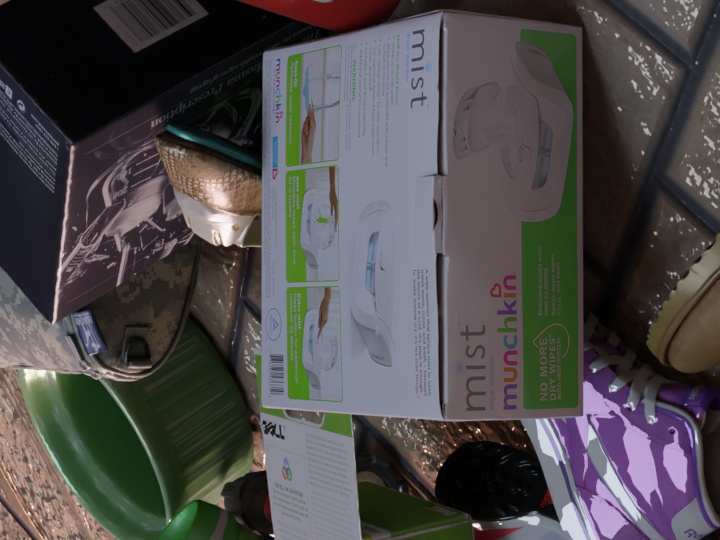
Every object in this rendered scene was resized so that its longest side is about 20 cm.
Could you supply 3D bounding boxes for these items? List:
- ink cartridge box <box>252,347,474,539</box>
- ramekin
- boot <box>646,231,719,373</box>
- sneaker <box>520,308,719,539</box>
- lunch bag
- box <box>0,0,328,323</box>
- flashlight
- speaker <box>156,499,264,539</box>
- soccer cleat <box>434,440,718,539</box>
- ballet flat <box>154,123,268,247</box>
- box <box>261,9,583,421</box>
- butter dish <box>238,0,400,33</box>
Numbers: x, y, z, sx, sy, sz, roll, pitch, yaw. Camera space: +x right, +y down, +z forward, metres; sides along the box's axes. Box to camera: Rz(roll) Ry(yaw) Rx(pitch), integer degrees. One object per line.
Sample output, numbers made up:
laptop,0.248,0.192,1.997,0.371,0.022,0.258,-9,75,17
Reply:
ink cartridge box,0.004,0.146,1.185,0.148,0.075,0.201,6,103,65
ramekin,-0.173,0.113,1.525,0.200,0.098,0.201,37,144,33
boot,0.236,0.056,0.892,0.200,0.066,0.175,48,149,16
sneaker,0.139,0.056,1.052,0.114,0.073,0.201,-28,88,41
lunch bag,-0.202,-0.009,1.361,0.200,0.139,0.169,-1,87,53
box,-0.131,-0.097,1.167,0.104,0.200,0.182,47,149,18
flashlight,-0.041,0.168,1.409,0.200,0.068,0.068,-11,92,59
speaker,-0.062,0.255,1.438,0.200,0.089,0.088,37,153,-13
soccer cleat,0.136,0.155,1.149,0.199,0.068,0.073,14,157,42
ballet flat,-0.065,-0.044,1.136,0.070,0.200,0.066,29,101,24
box,0.027,-0.024,1.018,0.176,0.096,0.201,-4,86,56
butter dish,-0.046,-0.243,0.975,0.199,0.148,0.200,15,144,-11
